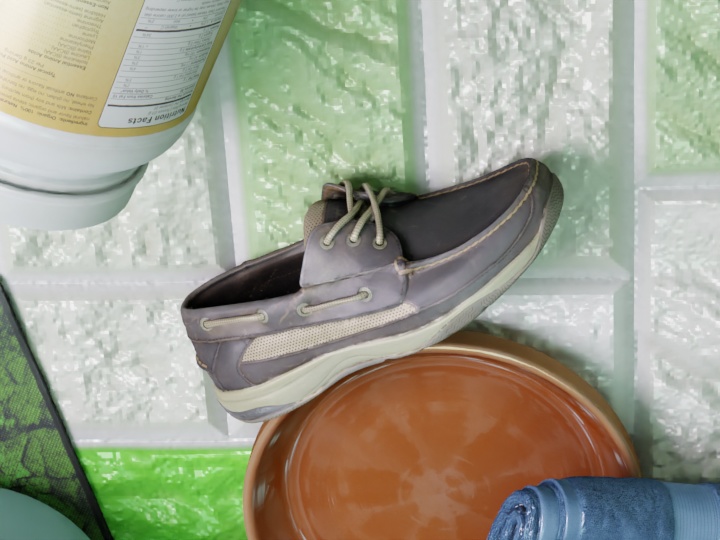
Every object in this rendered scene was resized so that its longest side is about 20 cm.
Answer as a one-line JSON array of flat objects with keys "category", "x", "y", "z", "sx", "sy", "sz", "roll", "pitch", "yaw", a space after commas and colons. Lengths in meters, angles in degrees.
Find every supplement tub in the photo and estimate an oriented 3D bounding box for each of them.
[{"category": "supplement tub", "x": -0.120, "y": -0.131, "z": 1.043, "sx": 0.144, "sy": 0.145, "sz": 0.200, "roll": 21, "pitch": 120, "yaw": -8}]

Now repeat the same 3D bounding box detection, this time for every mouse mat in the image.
[{"category": "mouse mat", "x": -0.225, "y": 0.095, "z": 1.267, "sx": 0.161, "sy": 0.008, "sz": 0.200, "roll": -13, "pitch": 118, "yaw": 12}]

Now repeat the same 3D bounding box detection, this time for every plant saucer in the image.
[{"category": "plant saucer", "x": 0.042, "y": 0.114, "z": 1.242, "sx": 0.200, "sy": 0.032, "sz": 0.201, "roll": 2, "pitch": 120, "yaw": 4}]

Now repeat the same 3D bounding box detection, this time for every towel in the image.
[{"category": "towel", "x": 0.152, "y": 0.150, "z": 1.213, "sx": 0.200, "sy": 0.049, "sz": 0.112, "roll": 6, "pitch": 119, "yaw": -21}]

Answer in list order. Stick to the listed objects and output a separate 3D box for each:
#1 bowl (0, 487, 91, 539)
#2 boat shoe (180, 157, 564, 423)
[{"category": "bowl", "x": -0.197, "y": 0.186, "z": 1.253, "sx": 0.200, "sy": 0.105, "sz": 0.201, "roll": 3, "pitch": 121, "yaw": 5}, {"category": "boat shoe", "x": 0.000, "y": 0.000, "z": 1.153, "sx": 0.200, "sy": 0.075, "sz": 0.073, "roll": -31, "pitch": 114, "yaw": 19}]
